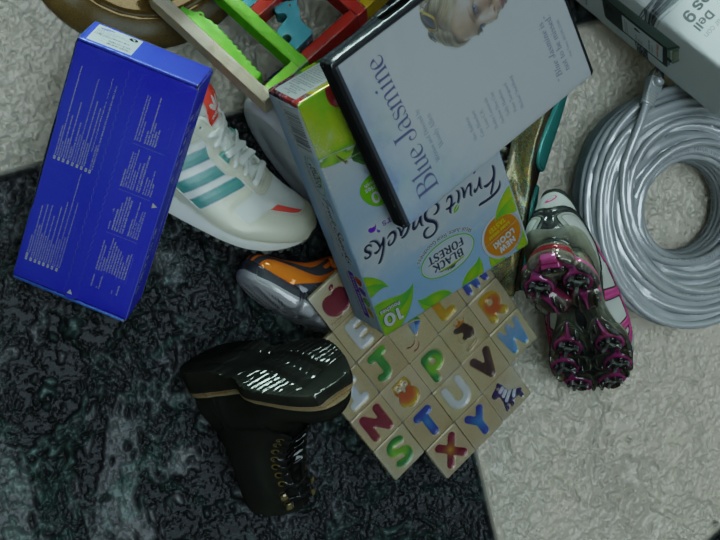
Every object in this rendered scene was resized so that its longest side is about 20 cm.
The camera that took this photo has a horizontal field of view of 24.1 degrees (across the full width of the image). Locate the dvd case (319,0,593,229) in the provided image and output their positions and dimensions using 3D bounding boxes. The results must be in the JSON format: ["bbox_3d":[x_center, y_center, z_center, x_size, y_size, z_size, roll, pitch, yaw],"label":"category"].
[{"bbox_3d":[0.073,-0.144,1.200,0.200,0.017,0.143,-39,124,-19],"label":"dvd case"}]

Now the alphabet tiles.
[{"bbox_3d":[0.049,0.061,1.324,0.166,0.006,0.201,-43,115,-12],"label":"alphabet tiles"}]

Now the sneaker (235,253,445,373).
[{"bbox_3d":[0.000,0.000,1.341,0.199,0.077,0.113,23,82,-28],"label":"sneaker"}]

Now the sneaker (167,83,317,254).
[{"bbox_3d":[-0.114,-0.087,1.272,0.198,0.071,0.094,24,120,-9],"label":"sneaker"}]

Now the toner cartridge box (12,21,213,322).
[{"bbox_3d":[-0.182,-0.070,1.230,0.094,0.043,0.201,22,117,1],"label":"toner cartridge box"}]

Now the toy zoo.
[{"bbox_3d":[-0.046,-0.228,1.274,0.200,0.020,0.131,-43,74,-13],"label":"toy zoo"}]

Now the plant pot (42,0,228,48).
[{"bbox_3d":[-0.167,-0.271,1.291,0.198,0.027,0.202,-1,94,-17],"label":"plant pot"}]

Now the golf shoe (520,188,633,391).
[{"bbox_3d":[0.181,0.020,1.367,0.072,0.093,0.201,-5,140,16],"label":"golf shoe"}]

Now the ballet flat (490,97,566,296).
[{"bbox_3d":[0.123,-0.082,1.377,0.070,0.071,0.202,13,88,-17],"label":"ballet flat"}]

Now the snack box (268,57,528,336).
[{"bbox_3d":[0.032,-0.074,1.242,0.142,0.053,0.201,-31,121,-17],"label":"snack box"}]

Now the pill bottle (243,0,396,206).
[{"bbox_3d":[0.017,-0.146,1.309,0.200,0.116,0.116,-40,103,-11],"label":"pill bottle"}]

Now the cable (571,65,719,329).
[{"bbox_3d":[0.269,-0.055,1.419,0.199,0.069,0.201,37,83,-17],"label":"cable"}]

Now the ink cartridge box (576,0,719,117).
[{"bbox_3d":[0.266,-0.246,1.353,0.200,0.084,0.146,42,79,15],"label":"ink cartridge box"}]

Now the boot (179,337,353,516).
[{"bbox_3d":[-0.048,0.127,1.267,0.077,0.199,0.139,-27,105,-25],"label":"boot"}]
